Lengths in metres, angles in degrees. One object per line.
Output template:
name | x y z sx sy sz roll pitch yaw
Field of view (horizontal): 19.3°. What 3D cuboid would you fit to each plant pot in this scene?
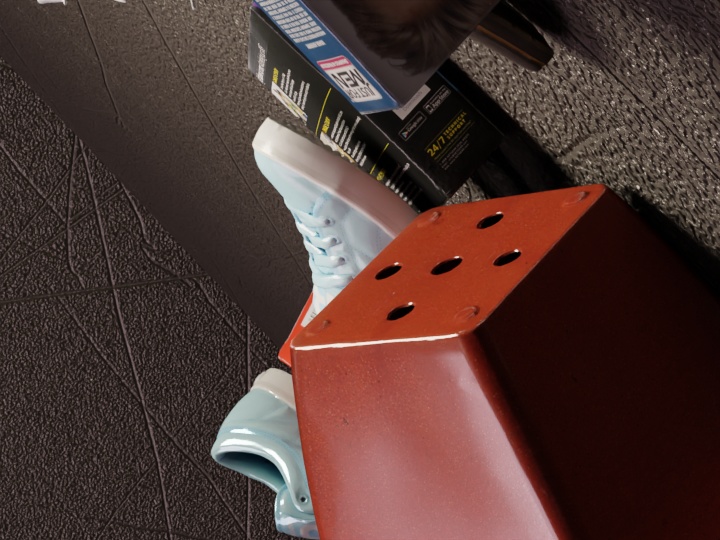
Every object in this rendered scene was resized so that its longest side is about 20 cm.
plant pot | 0.080 0.069 1.088 0.199 0.200 0.177 -7 118 46

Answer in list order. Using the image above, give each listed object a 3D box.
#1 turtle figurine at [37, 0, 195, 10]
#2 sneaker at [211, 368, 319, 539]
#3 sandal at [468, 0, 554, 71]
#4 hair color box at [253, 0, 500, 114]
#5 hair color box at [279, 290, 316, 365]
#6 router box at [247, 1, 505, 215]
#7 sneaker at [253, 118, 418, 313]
turtle figurine | -0.146 -0.221 1.193 0.149 0.101 0.200 -8 -142 -43
sneaker | -0.009 0.146 1.313 0.199 0.082 0.074 32 157 28
sandal | -0.008 -0.120 0.908 0.198 0.055 0.082 13 -153 -31
hair color box | -0.027 -0.166 0.818 0.200 0.100 0.060 45 169 -14
hair color box | 0.059 0.056 1.331 0.199 0.102 0.061 28 180 -31
router box | 0.003 -0.098 1.214 0.149 0.051 0.200 44 174 0
sneaker | 0.000 0.000 1.189 0.200 0.082 0.074 43 171 -29
